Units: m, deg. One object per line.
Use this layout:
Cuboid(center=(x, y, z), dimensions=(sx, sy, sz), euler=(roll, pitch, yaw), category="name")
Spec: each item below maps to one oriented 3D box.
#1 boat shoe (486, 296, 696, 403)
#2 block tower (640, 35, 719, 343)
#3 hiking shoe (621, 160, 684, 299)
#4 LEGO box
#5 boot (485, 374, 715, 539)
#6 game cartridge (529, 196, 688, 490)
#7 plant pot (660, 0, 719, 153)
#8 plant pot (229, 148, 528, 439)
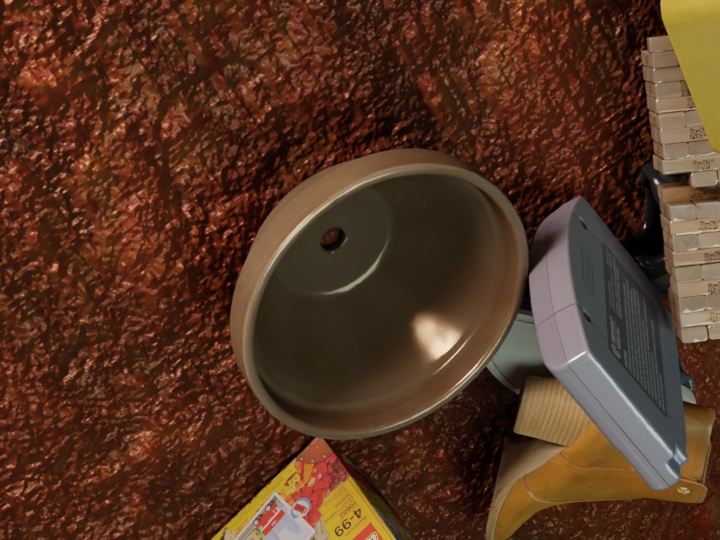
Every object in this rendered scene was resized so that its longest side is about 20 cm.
Cuboid(center=(0.158, 0.055, 1.538), dimensions=(0.199, 0.062, 0.075), euler=(20, 135, -29), category="boat shoe")
Cuboid(center=(0.225, -0.058, 1.451), dimensions=(0.054, 0.058, 0.201), euler=(-7, 98, 0), category="block tower")
Cuboid(center=(0.247, -0.063, 1.507), dimensions=(0.100, 0.076, 0.201), euler=(13, 114, -39), category="hiking shoe")
Cuboid(center=(-0.048, 0.238, 1.492), dimensions=(0.200, 0.149, 0.077), euler=(-45, 132, 4), category="LEGO box")
Cuboid(center=(0.169, 0.148, 1.544), dimensions=(0.143, 0.071, 0.202), euler=(13, 143, 1), category="boot")
Cuboid(center=(0.160, 0.039, 1.423), dimensions=(0.040, 0.200, 0.134), euler=(-29, 114, 19), category="game cartridge")
Cuboid(center=(0.290, -0.166, 1.321), dimensions=(0.176, 0.201, 0.200), euler=(-3, 141, 27), category="plant pot")
Cuboid(center=(0.000, 0.000, 1.395), dimensions=(0.200, 0.093, 0.202), euler=(-15, 127, -20), category="plant pot")
